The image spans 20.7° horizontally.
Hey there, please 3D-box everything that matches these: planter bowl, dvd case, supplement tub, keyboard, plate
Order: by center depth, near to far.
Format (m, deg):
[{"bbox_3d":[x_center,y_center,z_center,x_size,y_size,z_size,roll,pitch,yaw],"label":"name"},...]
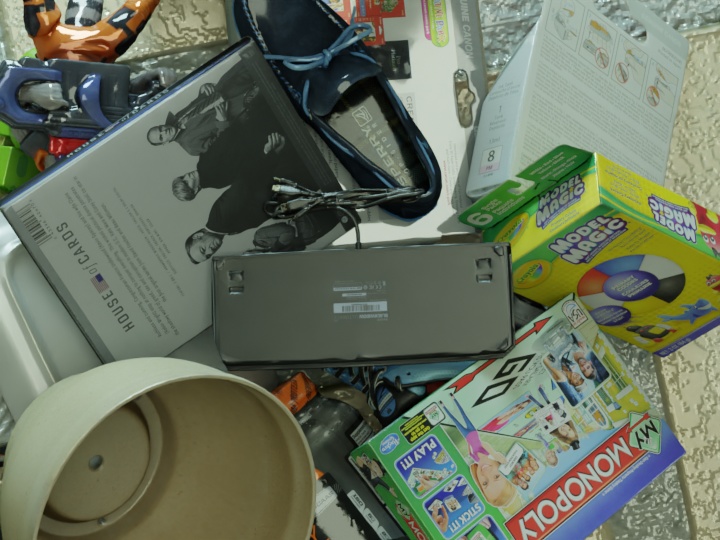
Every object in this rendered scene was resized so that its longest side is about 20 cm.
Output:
[{"bbox_3d":[-0.146,0.140,1.252,0.200,0.135,0.201,-12,113,-31],"label":"planter bowl"},{"bbox_3d":[0.000,0.000,1.292,0.200,0.021,0.127,-2,84,5],"label":"keyboard"},{"bbox_3d":[-0.117,-0.039,1.305,0.200,0.025,0.150,-34,111,-9],"label":"dvd case"},{"bbox_3d":[-0.166,0.030,1.354,0.199,0.032,0.200,-27,93,-34],"label":"plate"},{"bbox_3d":[-0.017,0.176,1.358,0.122,0.123,0.200,-38,90,-9],"label":"supplement tub"}]

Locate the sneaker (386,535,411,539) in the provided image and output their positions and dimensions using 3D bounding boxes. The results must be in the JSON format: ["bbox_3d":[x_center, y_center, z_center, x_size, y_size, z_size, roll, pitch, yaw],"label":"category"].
[{"bbox_3d":[0.073,0.168,1.295,0.115,0.076,0.201,24,55,-28],"label":"sneaker"}]

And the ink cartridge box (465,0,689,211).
[{"bbox_3d":[0.159,-0.109,1.414,0.162,0.057,0.200,30,58,-36],"label":"ink cartridge box"}]

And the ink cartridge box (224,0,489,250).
[{"bbox_3d":[0.000,-0.111,1.405,0.175,0.084,0.200,-5,86,-8],"label":"ink cartridge box"}]

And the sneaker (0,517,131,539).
[{"bbox_3d":[-0.203,0.184,1.361,0.199,0.076,0.114,41,80,-5],"label":"sneaker"}]

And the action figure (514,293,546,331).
[{"bbox_3d":[0.102,0.096,1.411,0.130,0.069,0.200,30,86,-11],"label":"action figure"}]

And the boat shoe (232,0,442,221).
[{"bbox_3d":[-0.006,-0.126,1.327,0.084,0.069,0.200,-45,93,-9],"label":"boat shoe"}]

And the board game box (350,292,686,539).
[{"bbox_3d":[0.106,0.119,1.283,0.200,0.029,0.135,-34,87,-32],"label":"board game box"}]

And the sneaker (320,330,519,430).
[{"bbox_3d":[0.018,0.060,1.330,0.200,0.078,0.090,16,46,7],"label":"sneaker"}]

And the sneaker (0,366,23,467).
[{"bbox_3d":[-0.220,0.096,1.369,0.200,0.079,0.079,2,76,-29],"label":"sneaker"}]

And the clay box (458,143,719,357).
[{"bbox_3d":[0.174,-0.011,1.339,0.200,0.115,0.048,22,50,-32],"label":"clay box"}]

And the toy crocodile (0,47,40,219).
[{"bbox_3d":[-0.251,-0.064,1.385,0.067,0.062,0.200,13,82,35],"label":"toy crocodile"}]

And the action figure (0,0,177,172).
[{"bbox_3d":[-0.166,-0.130,1.344,0.200,0.105,0.194,12,77,-20],"label":"action figure"}]
